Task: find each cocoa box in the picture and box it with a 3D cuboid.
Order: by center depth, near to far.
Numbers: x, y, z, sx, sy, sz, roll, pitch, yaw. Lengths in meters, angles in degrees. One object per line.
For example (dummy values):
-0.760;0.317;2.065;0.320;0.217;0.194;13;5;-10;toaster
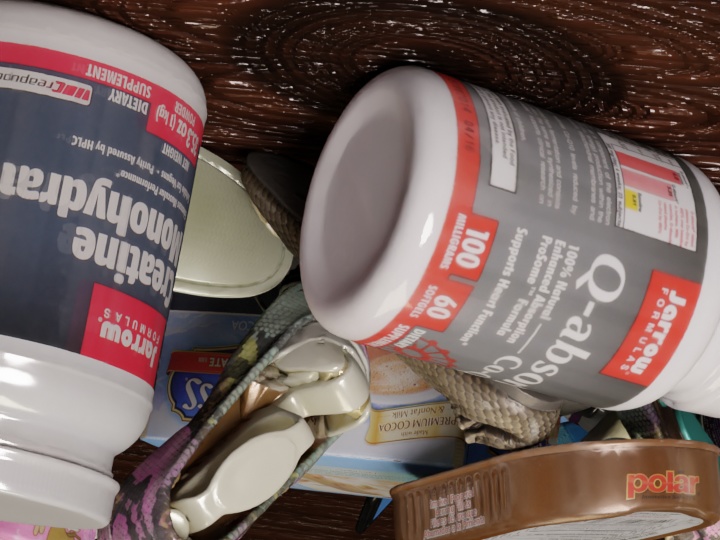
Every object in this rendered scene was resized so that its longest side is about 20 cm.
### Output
0.001;0.053;1.101;0.199;0.132;0.133;3;165;26;cocoa box

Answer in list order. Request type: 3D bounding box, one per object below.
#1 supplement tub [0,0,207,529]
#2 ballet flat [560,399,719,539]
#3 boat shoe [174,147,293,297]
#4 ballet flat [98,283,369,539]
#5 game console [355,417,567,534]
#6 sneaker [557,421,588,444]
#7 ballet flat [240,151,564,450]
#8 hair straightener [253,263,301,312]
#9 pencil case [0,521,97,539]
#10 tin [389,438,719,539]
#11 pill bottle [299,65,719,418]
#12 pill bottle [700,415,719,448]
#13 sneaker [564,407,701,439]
-0.148;-0.001;0.845;0.140;0.201;0.140;9;166;2;supplement tub
0.136;0.072;1.009;0.071;0.201;0.069;-24;-160;17;ballet flat
-0.132;-0.031;0.980;0.198;0.075;0.066;12;168;-9;boat shoe
-0.040;0.072;0.909;0.071;0.200;0.069;-17;113;46;ballet flat
0.094;0.131;1.383;0.175;0.117;0.200;10;167;-1;game console
0.164;0.137;1.299;0.199;0.080;0.131;-23;158;8;sneaker
0.013;0.014;0.923;0.200;0.046;0.067;41;-150;21;ballet flat
0.000;0.000;1.001;0.199;0.077;0.041;-1;180;34;hair straightener
-0.163;0.061;1.115;0.083;0.201;0.086;12;170;37;pencil case
0.090;0.113;0.951;0.111;0.042;0.200;8;163;-25;tin
0.084;-0.005;0.847;0.199;0.117;0.116;16;165;-25;pill bottle
0.241;0.067;1.035;0.112;0.113;0.200;9;167;2;pill bottle
0.173;0.078;1.124;0.088;0.074;0.200;43;-171;14;sneaker
